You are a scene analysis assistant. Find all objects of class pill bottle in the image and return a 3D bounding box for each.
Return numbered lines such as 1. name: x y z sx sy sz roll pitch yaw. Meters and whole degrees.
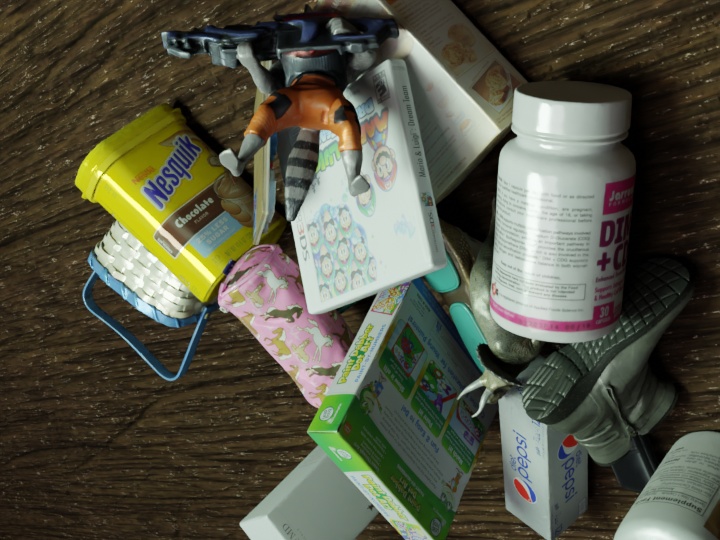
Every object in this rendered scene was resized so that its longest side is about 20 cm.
1. pill bottle: 0.295 0.248 1.007 0.114 0.200 0.115 25 136 27
2. pill bottle: 0.170 -0.051 0.931 0.113 0.113 0.201 16 115 35

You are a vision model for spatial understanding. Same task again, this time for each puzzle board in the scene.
1. puzzle board: -0.095 -0.114 1.105 0.200 0.017 0.151 136 134 -80

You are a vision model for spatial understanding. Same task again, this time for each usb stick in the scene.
1. usb stick: 0.247 0.134 1.097 0.055 0.033 0.201 -1 120 55

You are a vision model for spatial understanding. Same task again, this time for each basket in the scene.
1. basket: -0.250 0.016 1.376 0.176 0.139 0.200 39 115 14

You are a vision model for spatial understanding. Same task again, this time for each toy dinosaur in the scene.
1. toy dinosaur: 0.141 0.032 1.037 0.077 0.102 0.201 11 112 61

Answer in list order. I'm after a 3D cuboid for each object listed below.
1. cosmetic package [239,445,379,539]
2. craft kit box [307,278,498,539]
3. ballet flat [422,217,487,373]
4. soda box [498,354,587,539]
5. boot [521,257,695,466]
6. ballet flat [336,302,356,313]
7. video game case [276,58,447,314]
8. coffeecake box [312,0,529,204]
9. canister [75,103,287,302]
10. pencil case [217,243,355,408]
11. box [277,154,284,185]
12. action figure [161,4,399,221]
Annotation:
1. cosmetic package: -0.039 0.277 1.349 0.102 0.200 0.071 53 141 -6
2. craft kit box: 0.054 0.141 1.112 0.048 0.198 0.200 -8 132 38
3. ballet flat: 0.107 0.012 1.105 0.070 0.065 0.200 -8 114 59
4. soda box: 0.189 0.185 1.144 0.068 0.063 0.201 33 146 39
5. boot: 0.251 0.086 1.020 0.130 0.068 0.200 30 110 -33
6. ballet flat: 0.000 0.000 1.200 0.071 0.071 0.200 54 143 -5
7. video game case: -0.006 -0.068 1.003 0.200 0.024 0.183 -22 76 53
8. coffeecake box: 0.040 -0.173 1.012 0.200 0.073 0.154 47 143 3
9. canister: -0.199 -0.077 1.263 0.200 0.149 0.087 43 141 5
10. pencil case: -0.068 0.065 1.199 0.086 0.083 0.200 -21 120 39
11. box: -0.023 -0.067 1.126 0.200 0.041 0.119 40 147 49
12. action figure: -0.069 -0.148 0.937 0.199 0.194 0.105 3 143 7
